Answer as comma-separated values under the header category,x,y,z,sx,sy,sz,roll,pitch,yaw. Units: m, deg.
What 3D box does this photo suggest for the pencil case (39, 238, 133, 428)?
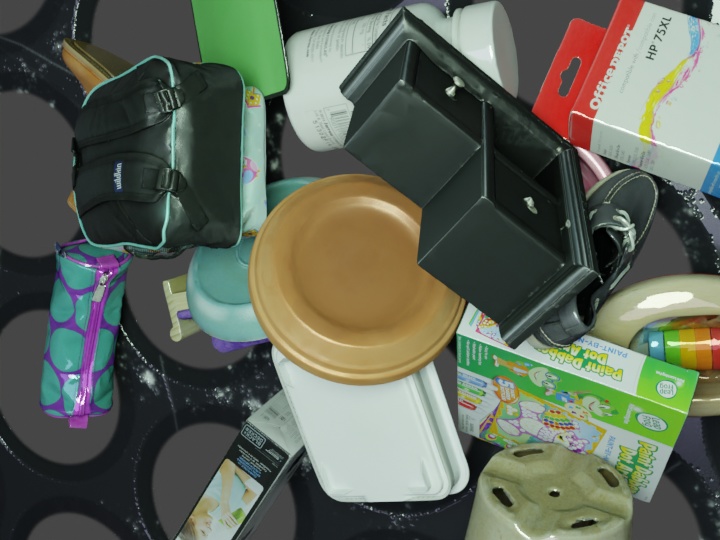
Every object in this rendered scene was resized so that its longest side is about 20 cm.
category,x,y,z,sx,sy,sz,roll,pitch,yaw
pencil case,-0.308,0.065,1.105,0.092,0.084,0.202,40,123,57

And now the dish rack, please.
category,x,y,z,sx,sy,sz,roll,pitch,yaw
dish rack,0.001,0.137,0.935,0.170,0.044,0.202,-10,108,33

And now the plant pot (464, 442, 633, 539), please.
category,x,y,z,sx,sy,sz,roll,pitch,yaw
plant pot,0.164,0.266,0.879,0.198,0.200,0.186,11,117,19

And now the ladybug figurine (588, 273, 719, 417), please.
category,x,y,z,sx,sy,sz,roll,pitch,yaw
ladybug figurine,0.284,0.059,0.866,0.197,0.072,0.137,0,117,14

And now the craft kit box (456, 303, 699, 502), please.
category,x,y,z,sx,sy,sz,roll,pitch,yaw
craft kit box,0.182,0.119,0.880,0.195,0.049,0.201,16,150,17

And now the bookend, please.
category,x,y,z,sx,sy,sz,roll,pitch,yaw
bookend,0.075,-0.078,0.770,0.199,0.199,0.092,36,120,-15

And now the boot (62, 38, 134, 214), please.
category,x,y,z,sx,sy,sz,roll,pitch,yaw
boot,-0.272,-0.136,1.062,0.200,0.077,0.156,40,113,-1

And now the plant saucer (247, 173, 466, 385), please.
category,x,y,z,sx,sy,sz,roll,pitch,yaw
plant saucer,0.000,0.000,0.872,0.197,0.038,0.202,2,67,-5

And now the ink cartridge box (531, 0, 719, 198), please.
category,x,y,z,sx,sy,sz,roll,pitch,yaw
ink cartridge box,0.250,-0.149,0.826,0.198,0.067,0.117,22,80,16

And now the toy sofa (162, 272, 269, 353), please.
category,x,y,z,sx,sy,sz,roll,pitch,yaw
toy sofa,-0.096,0.035,1.017,0.198,0.083,0.099,-10,96,23

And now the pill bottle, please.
category,x,y,z,sx,sy,sz,roll,pitch,yaw
pill bottle,0.037,-0.180,0.901,0.198,0.114,0.116,-7,99,23

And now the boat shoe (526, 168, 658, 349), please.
category,x,y,z,sx,sy,sz,roll,pitch,yaw
boat shoe,0.202,-0.014,0.804,0.073,0.200,0.063,49,150,-14

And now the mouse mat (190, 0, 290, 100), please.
category,x,y,z,sx,sy,sz,roll,pitch,yaw
mouse mat,-0.121,-0.238,0.944,0.199,0.007,0.163,2,103,60

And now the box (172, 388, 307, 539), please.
category,x,y,z,sx,sy,sz,roll,pitch,yaw
box,-0.121,0.229,1.052,0.060,0.117,0.201,36,110,8

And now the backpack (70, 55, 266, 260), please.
category,x,y,z,sx,sy,sz,roll,pitch,yaw
backpack,-0.182,-0.099,0.924,0.199,0.152,0.178,-3,89,43

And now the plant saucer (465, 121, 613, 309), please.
category,x,y,z,sx,sy,sz,roll,pitch,yaw
plant saucer,0.149,-0.040,0.921,0.198,0.051,0.203,5,103,21

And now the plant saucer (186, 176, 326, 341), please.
category,x,y,z,sx,sy,sz,roll,pitch,yaw
plant saucer,-0.087,-0.021,0.953,0.198,0.202,0.028,-11,136,23
